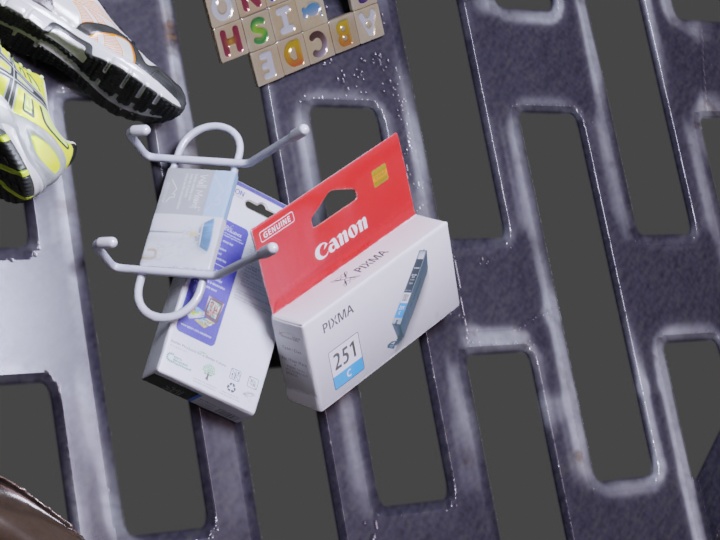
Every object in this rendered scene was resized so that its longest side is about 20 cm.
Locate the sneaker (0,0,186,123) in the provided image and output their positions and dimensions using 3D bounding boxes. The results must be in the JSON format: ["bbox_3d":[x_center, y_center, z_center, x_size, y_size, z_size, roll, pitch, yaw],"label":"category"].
[{"bbox_3d":[-0.231,-0.203,1.549,0.200,0.074,0.080,34,56,-18],"label":"sneaker"}]

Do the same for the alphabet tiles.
[{"bbox_3d":[-0.067,-0.272,1.675,0.200,0.008,0.167,-28,113,-36],"label":"alphabet tiles"}]

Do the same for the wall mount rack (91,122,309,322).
[{"bbox_3d":[-0.128,-0.056,1.511,0.075,0.174,0.200,62,36,-57],"label":"wall mount rack"}]

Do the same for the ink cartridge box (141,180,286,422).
[{"bbox_3d":[-0.115,0.023,1.562,0.099,0.039,0.200,27,62,-21],"label":"ink cartridge box"}]

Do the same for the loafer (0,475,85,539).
[{"bbox_3d":[-0.240,0.220,1.392,0.200,0.071,0.073,40,57,-14],"label":"loafer"}]

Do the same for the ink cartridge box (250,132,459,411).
[{"bbox_3d":[0.000,0.000,1.586,0.200,0.045,0.176,-36,128,-37],"label":"ink cartridge box"}]

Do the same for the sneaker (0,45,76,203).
[{"bbox_3d":[-0.311,-0.155,1.489,0.076,0.075,0.200,-36,104,-43],"label":"sneaker"}]
